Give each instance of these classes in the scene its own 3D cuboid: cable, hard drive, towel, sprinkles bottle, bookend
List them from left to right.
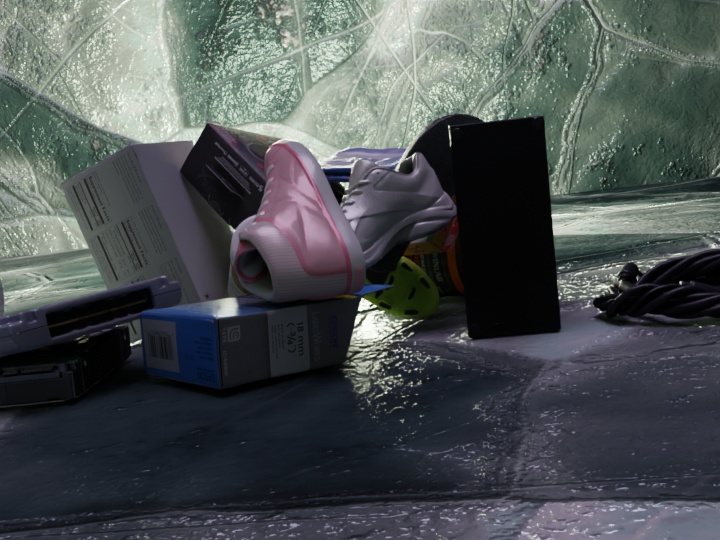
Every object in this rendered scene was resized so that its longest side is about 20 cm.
[{"bbox_3d":[-0.310,0.092,1.032,0.137,0.039,0.200,-6,6,2],"label":"hard drive"},{"bbox_3d":[-0.109,0.006,1.153,0.067,0.070,0.200,-8,-17,-11],"label":"sprinkles bottle"},{"bbox_3d":[0.009,-0.128,1.293,0.144,0.024,0.200,1,12,17],"label":"towel"},{"bbox_3d":[0.147,-0.051,1.101,0.090,0.204,0.199,-5,7,7],"label":"bookend"},{"bbox_3d":[0.326,0.013,1.034,0.197,0.052,0.162,-1,9,38],"label":"cable"}]

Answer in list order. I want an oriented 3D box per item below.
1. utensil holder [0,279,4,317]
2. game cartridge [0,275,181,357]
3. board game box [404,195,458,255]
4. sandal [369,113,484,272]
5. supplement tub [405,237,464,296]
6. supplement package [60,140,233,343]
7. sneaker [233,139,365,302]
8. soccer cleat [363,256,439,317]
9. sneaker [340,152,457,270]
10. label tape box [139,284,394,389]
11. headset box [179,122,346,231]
[{"bbox_3d":[-0.499,0.040,1.128,0.198,0.174,0.169,-5,6,41],"label":"utensil holder"},{"bbox_3d":[-0.279,0.046,1.002,0.132,0.041,0.199,-8,6,38],"label":"game cartridge"},{"bbox_3d":[0.059,-0.063,1.239,0.030,0.097,0.199,33,-18,-28],"label":"board game box"},{"bbox_3d":[0.059,-0.090,1.149,0.200,0.076,0.043,-48,17,-1],"label":"sandal"},{"bbox_3d":[0.102,-0.022,1.320,0.197,0.109,0.106,-3,7,34],"label":"supplement tub"},{"bbox_3d":[-0.236,-0.040,1.285,0.109,0.203,0.156,-24,0,20],"label":"supplement package"},{"bbox_3d":[-0.077,-0.046,0.979,0.103,0.076,0.201,-13,45,-18],"label":"sneaker"},{"bbox_3d":[0.000,-0.001,1.210,0.197,0.066,0.084,19,4,13],"label":"soccer cleat"},{"bbox_3d":[0.000,-0.056,1.074,0.198,0.101,0.078,-29,6,-31],"label":"sneaker"},{"bbox_3d":[-0.083,0.056,1.000,0.197,0.065,0.143,-9,6,-38],"label":"label tape box"},{"bbox_3d":[-0.108,-0.096,1.288,0.149,0.076,0.199,44,21,27],"label":"headset box"}]
